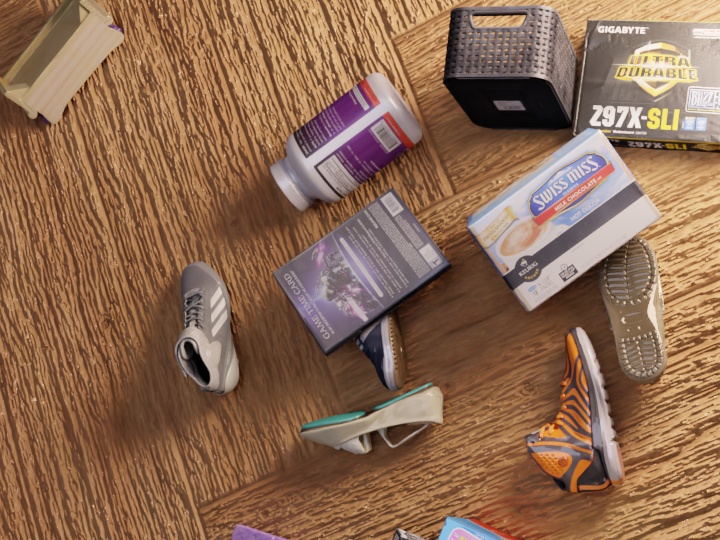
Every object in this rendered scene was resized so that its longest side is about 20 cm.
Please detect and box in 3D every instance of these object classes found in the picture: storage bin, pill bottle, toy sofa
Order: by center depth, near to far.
[{"bbox_3d":[0.193,-0.252,1.493,0.134,0.200,0.094,3,79,20],"label":"storage bin"},{"bbox_3d":[-0.022,-0.169,1.601,0.200,0.112,0.113,-35,70,10],"label":"pill bottle"},{"bbox_3d":[-0.466,-0.332,1.820,0.200,0.097,0.083,-50,43,4],"label":"toy sofa"}]

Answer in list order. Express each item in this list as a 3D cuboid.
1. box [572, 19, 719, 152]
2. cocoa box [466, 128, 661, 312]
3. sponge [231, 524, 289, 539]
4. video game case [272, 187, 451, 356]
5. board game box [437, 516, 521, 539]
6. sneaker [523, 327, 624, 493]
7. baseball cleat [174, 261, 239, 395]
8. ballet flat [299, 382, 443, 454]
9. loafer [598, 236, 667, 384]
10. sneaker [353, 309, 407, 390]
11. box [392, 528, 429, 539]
[{"bbox_3d":[0.381,-0.237,1.507,0.199,0.049,0.161,6,83,21],"label":"box"},{"bbox_3d":[0.245,-0.066,1.455,0.200,0.133,0.132,-36,93,9],"label":"cocoa box"},{"bbox_3d":[-0.136,0.448,1.557,0.111,0.030,0.201,10,82,22],"label":"sponge"},{"bbox_3d":[0.000,0.000,1.546,0.200,0.019,0.143,-36,63,0],"label":"video game case"},{"bbox_3d":[0.201,0.351,1.391,0.199,0.153,0.041,21,85,22],"label":"board game box"},{"bbox_3d":[0.250,0.175,1.450,0.111,0.078,0.201,-13,75,15],"label":"sneaker"},{"bbox_3d":[-0.219,0.072,1.624,0.069,0.106,0.201,-27,69,18],"label":"baseball cleat"},{"bbox_3d":[0.017,0.205,1.538,0.199,0.069,0.070,-20,73,15],"label":"ballet flat"},{"bbox_3d":[0.337,0.052,1.453,0.075,0.068,0.201,-6,61,14],"label":"loafer"},{"bbox_3d":[-0.006,0.073,1.566,0.108,0.070,0.201,-15,67,11],"label":"sneaker"},{"bbox_3d":[0.083,0.439,1.437,0.157,0.050,0.201,21,86,-5],"label":"box"}]
